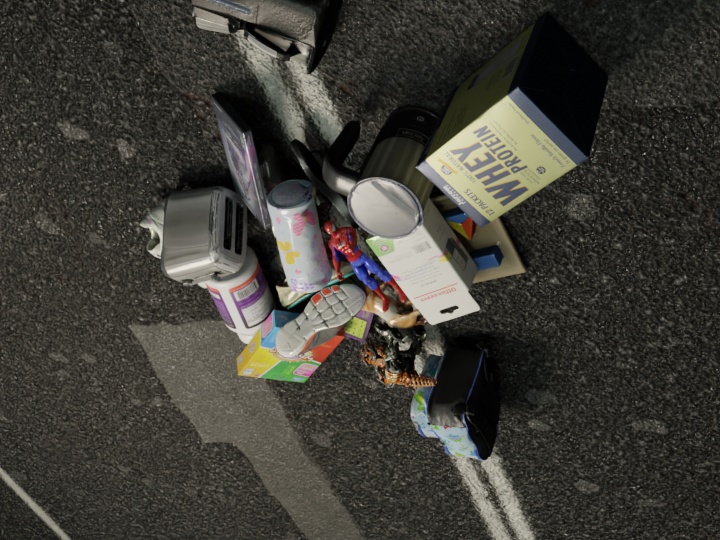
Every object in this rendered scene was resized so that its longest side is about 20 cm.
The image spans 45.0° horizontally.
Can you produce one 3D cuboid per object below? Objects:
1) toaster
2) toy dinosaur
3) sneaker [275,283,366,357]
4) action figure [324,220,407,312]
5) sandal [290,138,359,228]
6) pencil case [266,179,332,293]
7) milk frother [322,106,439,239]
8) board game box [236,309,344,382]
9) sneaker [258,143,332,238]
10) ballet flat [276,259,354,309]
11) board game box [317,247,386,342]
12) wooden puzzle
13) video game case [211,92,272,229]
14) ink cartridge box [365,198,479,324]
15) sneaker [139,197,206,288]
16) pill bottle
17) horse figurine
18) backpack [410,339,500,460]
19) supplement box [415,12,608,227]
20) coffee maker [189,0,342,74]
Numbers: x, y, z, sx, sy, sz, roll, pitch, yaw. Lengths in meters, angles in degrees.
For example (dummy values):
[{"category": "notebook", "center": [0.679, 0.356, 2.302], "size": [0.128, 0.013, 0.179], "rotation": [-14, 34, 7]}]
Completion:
[{"category": "toaster", "center": [-0.284, -0.074, 1.593], "size": [0.128, 0.202, 0.114], "rotation": [-7, 163, 25]}, {"category": "toy dinosaur", "center": [0.077, 0.168, 1.661], "size": [0.199, 0.102, 0.137], "rotation": [18, 109, 28]}, {"category": "sneaker", "center": [-0.066, 0.092, 1.616], "size": [0.199, 0.077, 0.082], "rotation": [-33, 157, 18]}, {"category": "action figure", "center": [0.000, 0.000, 1.496], "size": [0.065, 0.099, 0.200], "rotation": [-32, 112, 23]}, {"category": "sandal", "center": [-0.048, -0.157, 1.477], "size": [0.048, 0.076, 0.201], "rotation": [-34, 124, 13]}, {"category": "pencil case", "center": [-0.102, -0.058, 1.491], "size": [0.083, 0.091, 0.201], "rotation": [15, 134, 27]}, {"category": "milk frother", "center": [0.040, -0.124, 1.369], "size": [0.179, 0.189, 0.201], "rotation": [8, 135, 18]}, {"category": "board game box", "center": [-0.142, 0.155, 1.742], "size": [0.152, 0.041, 0.200], "rotation": [10, 142, -26]}, {"category": "sneaker", "center": [-0.109, -0.140, 1.521], "size": [0.114, 0.076, 0.201], "rotation": [-1, 137, 10]}, {"category": "ballet flat", "center": [-0.091, 0.014, 1.622], "size": [0.199, 0.067, 0.063], "rotation": [-29, 87, 38]}, {"category": "board game box", "center": [-0.025, 0.051, 1.686], "size": [0.119, 0.032, 0.201], "rotation": [18, 136, 2]}, {"category": "wooden puzzle", "center": [0.165, -0.043, 1.495], "size": [0.184, 0.046, 0.201], "rotation": [-14, 125, 34]}, {"category": "video game case", "center": [-0.201, -0.185, 1.480], "size": [0.143, 0.019, 0.201], "rotation": [49, 156, 43]}, {"category": "ink cartridge box", "center": [0.117, -0.012, 1.470], "size": [0.117, 0.067, 0.200], "rotation": [-20, 116, 37]}, {"category": "sneaker", "center": [-0.359, -0.040, 1.694], "size": [0.075, 0.099, 0.201], "rotation": [20, 142, 53]}, {"category": "pill bottle", "center": [-0.232, 0.053, 1.717], "size": [0.110, 0.112, 0.201], "rotation": [5, 138, 20]}, {"category": "horse figurine", "center": [0.060, 0.055, 1.608], "size": [0.199, 0.050, 0.133], "rotation": [24, 128, -11]}, {"category": "backpack", "center": [0.190, 0.260, 1.682], "size": [0.146, 0.184, 0.201], "rotation": [2, 142, 28]}, {"category": "supplement box", "center": [0.211, -0.205, 1.203], "size": [0.134, 0.201, 0.199], "rotation": [40, 136, -15]}, {"category": "coffee maker", "center": [-0.128, -0.407, 1.236], "size": [0.199, 0.135, 0.193], "rotation": [22, 114, 2]}]
